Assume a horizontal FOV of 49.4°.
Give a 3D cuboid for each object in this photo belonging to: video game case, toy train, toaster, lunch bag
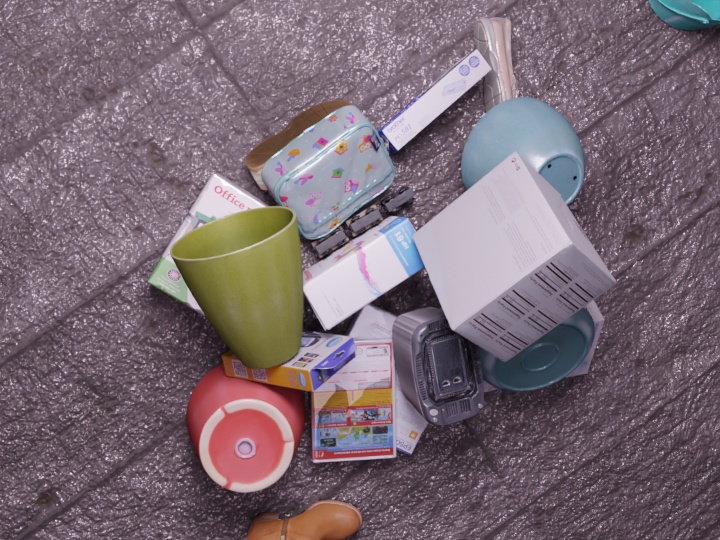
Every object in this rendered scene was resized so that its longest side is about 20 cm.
[{"bbox_3d":[-0.012,0.215,1.297,0.141,0.017,0.202,-2,96,-7],"label":"video game case"},{"bbox_3d":[0.002,-0.082,1.298,0.199,0.046,0.034,-32,103,-6],"label":"toy train"},{"bbox_3d":[0.117,0.138,1.241,0.113,0.129,0.202,-14,101,-16],"label":"toaster"},{"bbox_3d":[-0.042,-0.151,1.237,0.199,0.077,0.161,-35,137,-2],"label":"lunch bag"}]

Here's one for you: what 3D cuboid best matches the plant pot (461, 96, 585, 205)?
[{"bbox_3d":[0.279,-0.162,1.253,0.198,0.135,0.202,-9,117,-18],"label":"plant pot"}]

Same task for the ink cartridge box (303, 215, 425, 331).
[{"bbox_3d":[0.000,0.000,1.253,0.199,0.145,0.085,-34,99,-4],"label":"ink cartridge box"}]

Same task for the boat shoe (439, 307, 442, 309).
[{"bbox_3d":[0.223,0.048,1.333,0.198,0.072,0.068,-11,61,-4],"label":"boat shoe"}]

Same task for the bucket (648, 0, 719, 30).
[{"bbox_3d":[0.584,-0.503,1.302,0.205,0.135,0.209,-1,95,-9],"label":"bucket"}]

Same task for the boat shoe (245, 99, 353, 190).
[{"bbox_3d":[-0.090,-0.204,1.268,0.199,0.072,0.065,-36,135,-9],"label":"boat shoe"}]

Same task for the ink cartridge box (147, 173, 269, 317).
[{"bbox_3d":[-0.224,-0.035,1.247,0.145,0.084,0.201,31,90,-11],"label":"ink cartridge box"}]

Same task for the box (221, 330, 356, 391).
[{"bbox_3d":[-0.102,0.135,1.211,0.199,0.119,0.042,7,115,33],"label":"box"}]

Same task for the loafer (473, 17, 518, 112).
[{"bbox_3d":[0.239,-0.322,1.302,0.062,0.072,0.202,-12,94,-14],"label":"loafer"}]

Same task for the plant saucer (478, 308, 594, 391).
[{"bbox_3d":[0.280,0.130,1.235,0.198,0.028,0.201,-9,134,-9],"label":"plant saucer"}]

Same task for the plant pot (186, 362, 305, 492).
[{"bbox_3d":[-0.179,0.251,1.233,0.198,0.177,0.203,-1,96,-8],"label":"plant pot"}]

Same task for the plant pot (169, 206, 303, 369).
[{"bbox_3d":[-0.157,0.034,1.147,0.186,0.187,0.202,-18,112,-7],"label":"plant pot"}]

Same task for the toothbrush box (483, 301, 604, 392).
[{"bbox_3d":[0.285,0.114,1.303,0.198,0.086,0.147,-9,136,-9],"label":"toothbrush box"}]

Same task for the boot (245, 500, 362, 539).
[{"bbox_3d":[-0.086,0.437,1.274,0.198,0.155,0.078,4,94,-9],"label":"boot"}]

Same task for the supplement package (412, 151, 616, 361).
[{"bbox_3d":[0.215,-0.017,1.123,0.200,0.192,0.147,-39,135,21],"label":"supplement package"}]

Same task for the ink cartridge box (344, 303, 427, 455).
[{"bbox_3d":[0.045,0.181,1.330,0.195,0.043,0.201,28,94,-10],"label":"ink cartridge box"}]

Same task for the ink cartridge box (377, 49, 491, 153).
[{"bbox_3d":[0.114,-0.272,1.272,0.200,0.094,0.044,-41,99,-3],"label":"ink cartridge box"}]
